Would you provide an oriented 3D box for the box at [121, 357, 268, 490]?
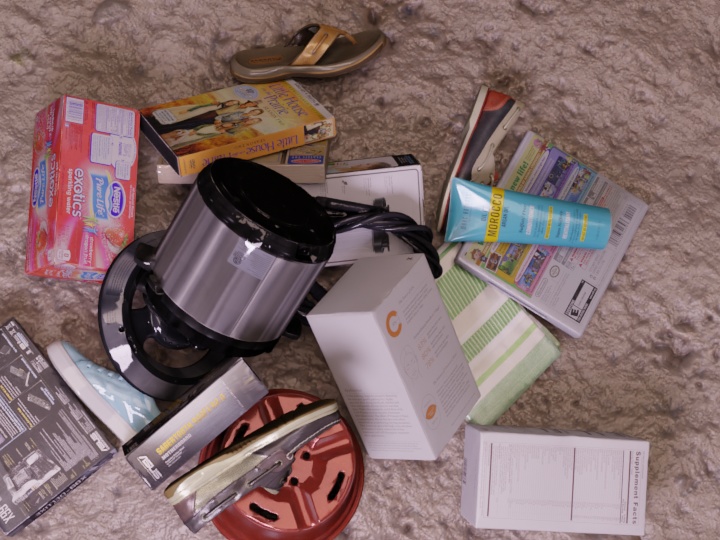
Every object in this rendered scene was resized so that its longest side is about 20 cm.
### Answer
[{"bbox_3d":[-0.183,0.162,1.532,0.158,0.200,0.048,-41,94,-10],"label":"box"}]

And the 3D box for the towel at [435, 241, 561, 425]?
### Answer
[{"bbox_3d":[0.131,0.076,1.730,0.152,0.023,0.200,-43,87,-11],"label":"towel"}]

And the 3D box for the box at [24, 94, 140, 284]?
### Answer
[{"bbox_3d":[-0.326,-0.093,1.665,0.102,0.094,0.202,8,77,-33],"label":"box"}]

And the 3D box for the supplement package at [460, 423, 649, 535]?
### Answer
[{"bbox_3d":[0.225,0.244,1.653,0.198,0.110,0.115,4,88,-5],"label":"supplement package"}]

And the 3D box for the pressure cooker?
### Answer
[{"bbox_3d":[-0.144,-0.002,1.564,0.176,0.178,0.201,43,115,25],"label":"pressure cooker"}]

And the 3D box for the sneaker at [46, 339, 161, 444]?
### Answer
[{"bbox_3d":[-0.278,0.143,1.654,0.082,0.074,0.200,-45,97,-13],"label":"sneaker"}]

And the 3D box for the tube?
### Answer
[{"bbox_3d":[0.202,-0.063,1.714,0.198,0.050,0.078,6,92,-7],"label":"tube"}]

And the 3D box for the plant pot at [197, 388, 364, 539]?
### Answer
[{"bbox_3d":[-0.085,0.223,1.590,0.199,0.195,0.202,1,79,-5],"label":"plant pot"}]

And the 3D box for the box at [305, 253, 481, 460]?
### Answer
[{"bbox_3d":[0.041,0.099,1.611,0.124,0.097,0.201,-47,123,-44],"label":"box"}]

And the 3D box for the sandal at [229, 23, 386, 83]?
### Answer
[{"bbox_3d":[-0.065,-0.276,1.749,0.198,0.081,0.054,-8,124,-3],"label":"sandal"}]

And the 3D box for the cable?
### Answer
[{"bbox_3d":[0.000,0.000,1.669,0.199,0.051,0.164,10,107,-13],"label":"cable"}]

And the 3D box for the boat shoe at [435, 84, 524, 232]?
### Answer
[{"bbox_3d":[0.145,-0.133,1.752,0.062,0.071,0.201,22,73,-4],"label":"boat shoe"}]

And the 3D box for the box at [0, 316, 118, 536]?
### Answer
[{"bbox_3d":[-0.403,0.181,1.641,0.157,0.050,0.200,-39,85,-11],"label":"box"}]

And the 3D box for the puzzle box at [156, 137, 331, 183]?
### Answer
[{"bbox_3d":[-0.136,-0.146,1.688,0.198,0.133,0.026,0,123,3],"label":"puzzle box"}]

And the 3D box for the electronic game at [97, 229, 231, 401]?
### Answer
[{"bbox_3d":[-0.216,0.053,1.650,0.199,0.041,0.202,6,80,-38],"label":"electronic game"}]

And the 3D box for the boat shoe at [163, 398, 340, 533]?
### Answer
[{"bbox_3d":[-0.103,0.202,1.461,0.200,0.072,0.066,-28,92,-9],"label":"boat shoe"}]

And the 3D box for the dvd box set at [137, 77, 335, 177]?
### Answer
[{"bbox_3d":[-0.148,-0.175,1.683,0.199,0.146,0.030,-16,125,-20],"label":"dvd box set"}]

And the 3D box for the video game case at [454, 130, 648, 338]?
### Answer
[{"bbox_3d":[0.238,-0.046,1.752,0.181,0.022,0.201,31,73,-2],"label":"video game case"}]

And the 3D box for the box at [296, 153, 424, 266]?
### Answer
[{"bbox_3d":[-0.024,-0.069,1.701,0.198,0.060,0.118,-7,108,-6],"label":"box"}]
